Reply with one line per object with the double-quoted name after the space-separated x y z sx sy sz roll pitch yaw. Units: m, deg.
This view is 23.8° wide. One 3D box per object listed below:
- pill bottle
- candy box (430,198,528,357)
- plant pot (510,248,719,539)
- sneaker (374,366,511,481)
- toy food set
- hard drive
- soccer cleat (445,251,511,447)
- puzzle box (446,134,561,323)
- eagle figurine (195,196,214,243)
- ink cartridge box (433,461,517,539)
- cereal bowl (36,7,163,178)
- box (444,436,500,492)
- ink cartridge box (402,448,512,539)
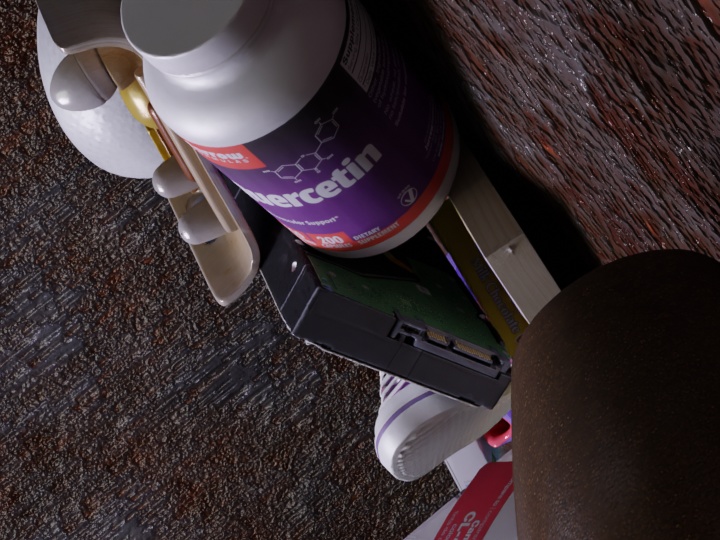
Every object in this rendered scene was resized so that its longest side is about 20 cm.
-0.035 -0.093 0.874 0.113 0.112 0.200 49 -174 37 "pill bottle"
0.103 0.043 1.086 0.201 0.026 0.102 59 -178 0 "candy box"
0.129 0.095 0.580 0.187 0.186 0.201 56 -171 -48 "plant pot"
0.027 0.063 1.062 0.114 0.073 0.200 47 -167 11 "sneaker"
-0.130 -0.089 0.962 0.144 0.060 0.201 59 177 48 "toy food set"
0.000 0.000 1.014 0.139 0.038 0.200 22 -161 -27 "hard drive"
0.093 0.059 1.226 0.068 0.073 0.200 49 175 41 "soccer cleat"
0.109 0.029 0.957 0.201 0.025 0.133 55 -175 -28 "puzzle box"
-0.060 -0.064 1.292 0.152 0.151 0.200 67 172 -21 "eagle figurine"
0.150 0.176 0.903 0.199 0.086 0.148 -10 123 53 "ink cartridge box"
-0.139 -0.169 1.260 0.083 0.201 0.201 3 142 37 "cereal bowl"
0.057 0.055 1.326 0.145 0.036 0.201 -82 -30 -59 "box"
0.114 0.191 1.226 0.084 0.199 0.144 50 176 18 "ink cartridge box"
